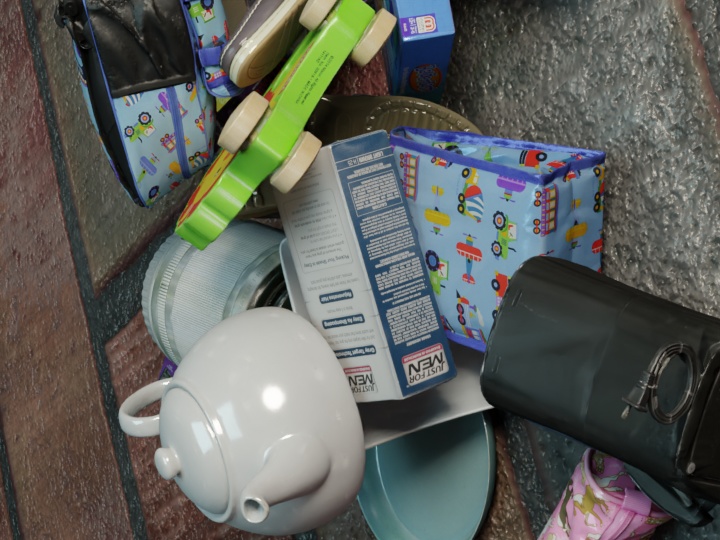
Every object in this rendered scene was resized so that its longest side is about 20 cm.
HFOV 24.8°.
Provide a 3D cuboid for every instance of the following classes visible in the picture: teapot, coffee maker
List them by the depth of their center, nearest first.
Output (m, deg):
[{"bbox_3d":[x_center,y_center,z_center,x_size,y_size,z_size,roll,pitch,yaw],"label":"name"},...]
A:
[{"bbox_3d":[0.182,0.062,1.106,0.199,0.192,0.135,21,71,47],"label":"coffee maker"},{"bbox_3d":[-0.100,0.131,1.315,0.198,0.145,0.200,61,152,20],"label":"teapot"}]

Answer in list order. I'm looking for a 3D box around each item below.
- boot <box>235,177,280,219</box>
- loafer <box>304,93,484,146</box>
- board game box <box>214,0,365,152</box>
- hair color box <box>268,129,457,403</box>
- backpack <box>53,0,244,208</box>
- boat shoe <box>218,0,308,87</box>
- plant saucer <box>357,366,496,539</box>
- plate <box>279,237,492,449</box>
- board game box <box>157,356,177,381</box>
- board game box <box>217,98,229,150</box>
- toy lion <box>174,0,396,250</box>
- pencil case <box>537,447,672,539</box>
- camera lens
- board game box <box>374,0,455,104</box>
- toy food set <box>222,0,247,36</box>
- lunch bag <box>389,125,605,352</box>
[{"bbox_3d":[-0.037,-0.084,1.488,0.166,0.198,0.073,-92,0,-81],"label":"boot"},{"bbox_3d":[0.011,-0.113,1.363,0.067,0.198,0.077,-41,-35,-80],"label":"loafer"},{"bbox_3d":[-0.079,-0.171,1.451,0.032,0.120,0.200,41,142,-9],"label":"board game box"},{"bbox_3d":[0.000,0.000,1.286,0.100,0.060,0.202,-12,95,57],"label":"hair color box"},{"bbox_3d":[-0.167,-0.163,1.358,0.183,0.133,0.202,-120,15,-68],"label":"backpack"},{"bbox_3d":[-0.064,-0.228,1.312,0.064,0.201,0.072,32,150,3],"label":"boat shoe"},{"bbox_3d":[0.057,0.157,1.424,0.199,0.027,0.202,1,92,53],"label":"plant saucer"},{"bbox_3d":[0.043,0.037,1.368,0.198,0.032,0.201,-19,71,16],"label":"plate"},{"bbox_3d":[-0.147,0.131,1.706,0.200,0.032,0.121,48,132,42],"label":"board game box"},{"bbox_3d":[-0.092,-0.205,1.608,0.153,0.040,0.202,35,118,48],"label":"board game box"},{"bbox_3d":[-0.071,-0.111,1.264,0.201,0.068,0.192,-60,11,-25],"label":"toy lion"},{"bbox_3d":[0.165,0.220,1.229,0.087,0.082,0.201,53,130,40],"label":"pencil case"},{"bbox_3d":[-0.094,0.039,1.516,0.199,0.159,0.162,17,104,53],"label":"camera lens"},{"bbox_3d":[0.038,-0.229,1.339,0.200,0.045,0.154,98,163,-79],"label":"board game box"},{"bbox_3d":[-0.137,-0.251,1.514,0.200,0.142,0.061,-35,55,49],"label":"toy food set"},{"bbox_3d":[0.083,-0.024,1.271,0.199,0.094,0.152,14,113,38],"label":"lunch bag"}]
